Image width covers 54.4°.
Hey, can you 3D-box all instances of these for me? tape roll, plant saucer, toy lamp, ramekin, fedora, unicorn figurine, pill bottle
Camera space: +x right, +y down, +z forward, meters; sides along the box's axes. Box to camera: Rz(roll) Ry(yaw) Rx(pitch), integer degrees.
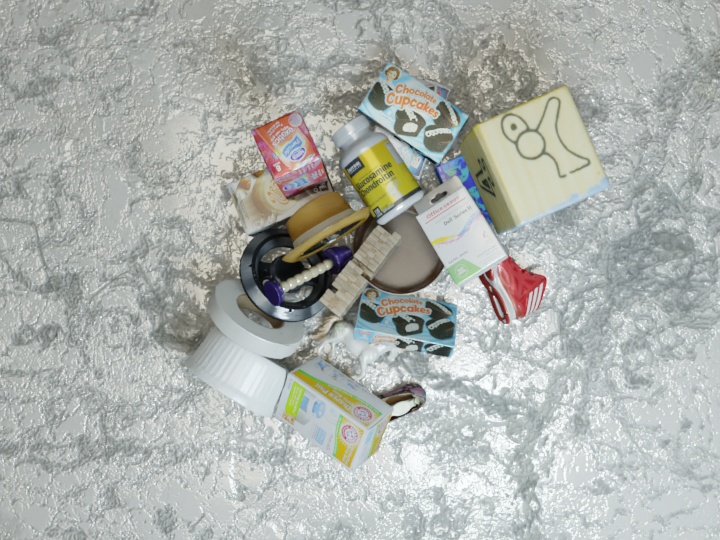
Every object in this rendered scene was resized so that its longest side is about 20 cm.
[{"bbox_3d":[-0.203,0.093,1.378,0.202,0.203,0.037,35,110,2],"label":"tape roll"},{"bbox_3d":[0.083,-0.047,1.446,0.198,0.032,0.202,-1,79,3],"label":"plant saucer"},{"bbox_3d":[-0.097,0.004,1.384,0.199,0.058,0.059,-28,88,-35],"label":"toy lamp"},{"bbox_3d":[-0.236,0.195,1.382,0.200,0.200,0.098,31,83,2],"label":"ramekin"},{"bbox_3d":[-0.078,-0.092,1.355,0.200,0.201,0.082,-31,87,1],"label":"fedora"},{"bbox_3d":[-0.002,0.162,1.434,0.199,0.074,0.138,38,94,-1],"label":"unicorn figurine"},{"bbox_3d":[0.029,-0.201,1.390,0.112,0.112,0.201,-34,90,0],"label":"pill bottle"}]

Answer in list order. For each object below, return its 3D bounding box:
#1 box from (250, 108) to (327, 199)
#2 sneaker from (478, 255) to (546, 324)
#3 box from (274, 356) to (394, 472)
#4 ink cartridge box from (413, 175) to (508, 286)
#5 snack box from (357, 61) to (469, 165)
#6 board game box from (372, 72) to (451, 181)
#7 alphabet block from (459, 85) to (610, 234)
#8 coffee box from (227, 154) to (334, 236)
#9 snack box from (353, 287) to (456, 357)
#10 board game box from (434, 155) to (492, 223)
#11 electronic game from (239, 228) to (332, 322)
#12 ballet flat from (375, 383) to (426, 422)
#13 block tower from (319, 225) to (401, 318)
[{"bbox_3d":[-0.127,-0.211,1.301,0.095,0.200,0.100,-25,86,-1],"label":"box"},{"bbox_3d":[0.309,0.000,1.444,0.115,0.078,0.202,-17,88,-16],"label":"sneaker"},{"bbox_3d":[-0.051,0.277,1.372,0.199,0.101,0.113,32,119,22],"label":"box"},{"bbox_3d":[0.190,-0.083,1.384,0.117,0.067,0.201,-33,78,13],"label":"ink cartridge box"},{"bbox_3d":[0.107,-0.318,1.423,0.199,0.037,0.117,34,90,3],"label":"snack box"},{"bbox_3d":[0.097,-0.302,1.460,0.125,0.035,0.202,20,90,2],"label":"board game box"},{"bbox_3d":[0.322,-0.201,1.329,0.194,0.196,0.201,-23,89,-3],"label":"alphabet block"},{"bbox_3d":[-0.158,-0.159,1.441,0.199,0.080,0.115,-23,89,1],"label":"coffee box"},{"bbox_3d":[0.092,0.103,1.412,0.198,0.117,0.037,10,133,1],"label":"snack box"},{"bbox_3d":[0.273,-0.182,1.449,0.199,0.045,0.153,-24,88,0],"label":"board game box"},{"bbox_3d":[-0.148,0.008,1.415,0.198,0.042,0.202,12,62,-23],"label":"electronic game"},{"bbox_3d":[0.044,0.289,1.432,0.199,0.071,0.070,-24,91,1],"label":"ballet flat"},{"bbox_3d":[0.000,0.000,1.398,0.058,0.054,0.200,38,83,8],"label":"block tower"}]
